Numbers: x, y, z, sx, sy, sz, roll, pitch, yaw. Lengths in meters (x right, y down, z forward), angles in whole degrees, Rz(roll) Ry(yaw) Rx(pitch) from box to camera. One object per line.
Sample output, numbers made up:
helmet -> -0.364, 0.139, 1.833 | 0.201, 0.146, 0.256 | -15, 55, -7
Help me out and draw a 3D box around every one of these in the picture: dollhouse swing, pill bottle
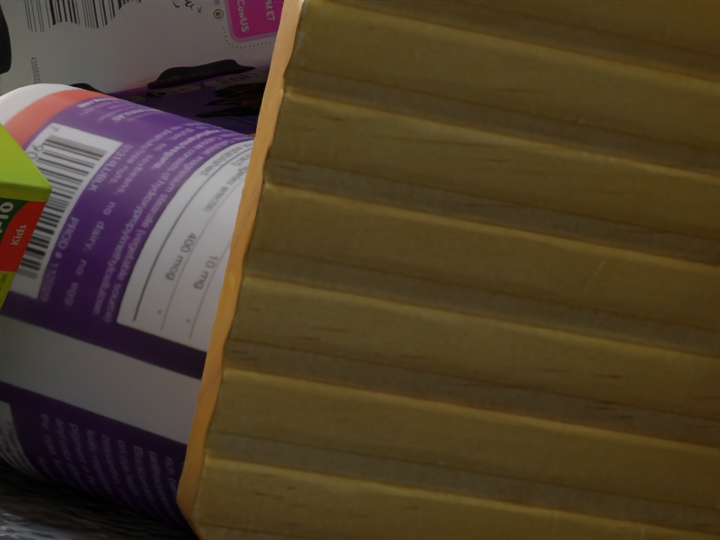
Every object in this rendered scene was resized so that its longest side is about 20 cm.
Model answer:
dollhouse swing -> 0.086, 0.024, 0.649 | 0.176, 0.200, 0.182 | 8, 9, -33
pill bottle -> -0.020, 0.023, 0.816 | 0.200, 0.112, 0.111 | 17, 9, 26

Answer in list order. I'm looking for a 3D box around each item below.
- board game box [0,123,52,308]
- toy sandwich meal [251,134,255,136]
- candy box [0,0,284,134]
board game box -> -0.164, -0.036, 0.821 | 0.048, 0.102, 0.200 | 5, 30, -39
toy sandwich meal -> -0.098, -0.084, 1.146 | 0.205, 0.070, 0.205 | 45, -4, 4
candy box -> 0.001, -0.093, 0.936 | 0.200, 0.072, 0.168 | -10, -4, 13
